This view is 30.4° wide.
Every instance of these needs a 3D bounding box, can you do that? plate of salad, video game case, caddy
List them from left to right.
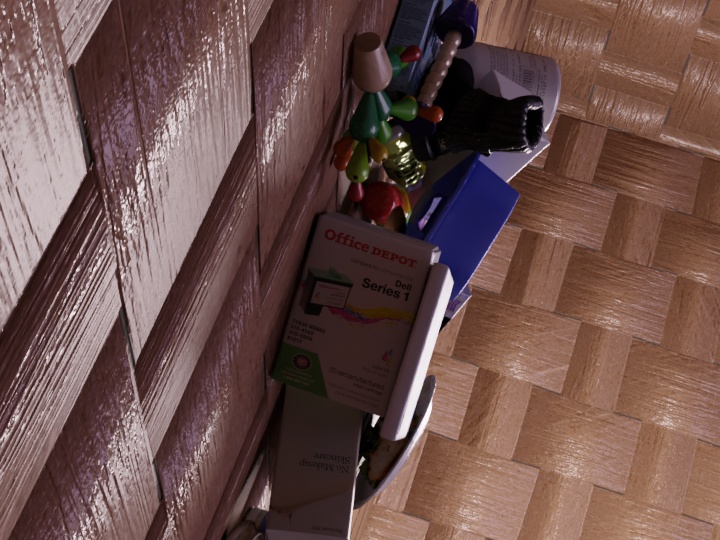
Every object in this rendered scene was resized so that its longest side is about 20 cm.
[{"bbox_3d":[0.033,0.215,1.707,0.201,0.048,0.200,-57,-174,10],"label":"plate of salad"},{"bbox_3d":[0.068,0.098,1.540,0.182,0.022,0.202,45,63,-82],"label":"video game case"},{"bbox_3d":[0.115,-0.058,1.698,0.201,0.104,0.141,-58,-179,1],"label":"caddy"}]

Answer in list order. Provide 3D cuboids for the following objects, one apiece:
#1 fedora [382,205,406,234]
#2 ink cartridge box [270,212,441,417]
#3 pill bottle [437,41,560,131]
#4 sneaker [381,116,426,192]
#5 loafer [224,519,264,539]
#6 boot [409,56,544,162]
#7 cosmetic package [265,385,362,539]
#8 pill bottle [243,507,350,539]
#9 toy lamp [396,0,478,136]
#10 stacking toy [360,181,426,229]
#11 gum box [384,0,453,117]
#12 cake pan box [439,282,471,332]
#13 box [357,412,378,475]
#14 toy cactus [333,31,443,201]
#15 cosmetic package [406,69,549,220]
[{"bbox_3d":[0.000,0.000,1.706,0.201,0.081,0.203,17,90,-80],"label":"fedora"},{"bbox_3d":[-0.004,0.048,1.541,0.084,0.143,0.203,-14,121,-81],"label":"ink cartridge box"},{"bbox_3d":[0.173,-0.262,1.875,0.114,0.197,0.116,-171,-90,-77],"label":"pill bottle"},{"bbox_3d":[0.059,-0.155,1.728,0.075,0.077,0.200,-28,172,5],"label":"sneaker"},{"bbox_3d":[-0.148,0.385,1.525,0.076,0.067,0.202,96,14,-56],"label":"loafer"},{"bbox_3d":[0.159,-0.210,1.685,0.212,0.156,0.080,-72,147,-46],"label":"boot"},{"bbox_3d":[-0.054,0.240,1.618,0.073,0.102,0.202,95,1,-57],"label":"cosmetic package"},{"bbox_3d":[-0.060,0.379,1.652,0.111,0.198,0.112,17,90,-83],"label":"pill bottle"},{"bbox_3d":[0.100,-0.258,1.644,0.058,0.058,0.201,96,16,-56],"label":"toy lamp"},{"bbox_3d":[0.043,-0.092,1.863,0.200,0.084,0.086,21,87,-77],"label":"stacking toy"},{"bbox_3d":[0.075,-0.308,1.715,0.170,0.044,0.202,45,63,-81],"label":"gum box"},{"bbox_3d":[0.081,0.029,1.963,0.185,0.052,0.201,-52,-149,33],"label":"cake pan box"},{"bbox_3d":[0.006,0.194,1.829,0.194,0.047,0.201,99,13,-51],"label":"box"},{"bbox_3d":[0.023,-0.191,1.479,0.201,0.101,0.166,-59,157,-27],"label":"toy cactus"},{"bbox_3d":[0.152,-0.162,1.811,0.200,0.084,0.109,-40,-138,31],"label":"cosmetic package"}]
